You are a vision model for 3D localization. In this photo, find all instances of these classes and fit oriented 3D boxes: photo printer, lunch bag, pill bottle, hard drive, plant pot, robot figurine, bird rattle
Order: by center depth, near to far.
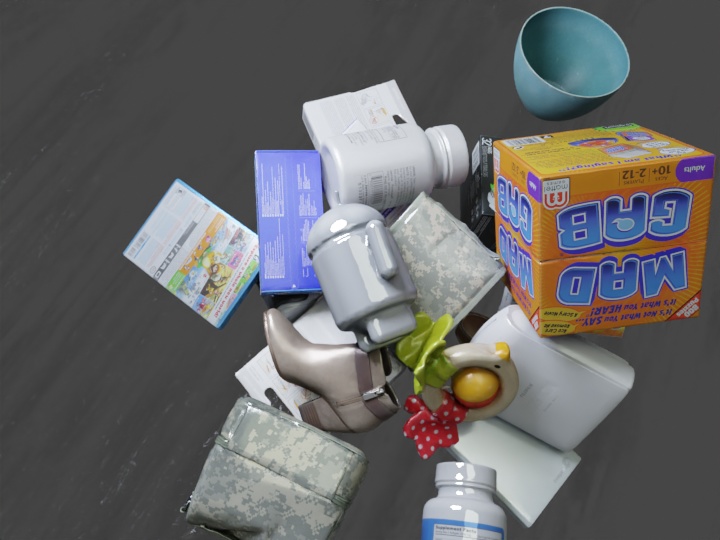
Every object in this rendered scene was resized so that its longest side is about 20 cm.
[{"bbox_3d":[-0.106,0.275,0.809,0.198,0.140,0.169,24,71,6],"label":"lunch bag"},{"bbox_3d":[0.132,0.357,0.822,0.111,0.112,0.202,10,64,-4],"label":"pill bottle"},{"bbox_3d":[0.000,0.000,0.823,0.112,0.170,0.202,-16,76,-30],"label":"robot figurine"},{"bbox_3d":[0.126,0.159,0.836,0.161,0.202,0.113,-8,27,9],"label":"bird rattle"},{"bbox_3d":[0.241,0.145,0.879,0.199,0.167,0.070,29,39,3],"label":"photo printer"},{"bbox_3d":[0.090,0.009,0.916,0.164,0.118,0.200,44,110,5],"label":"lunch bag"},{"bbox_3d":[0.049,-0.151,0.926,0.198,0.115,0.115,-13,68,-15],"label":"pill bottle"},{"bbox_3d":[0.204,0.248,0.929,0.200,0.026,0.132,44,67,12],"label":"hard drive"},{"bbox_3d":[0.362,-0.352,1.163,0.198,0.135,0.202,3,66,-7],"label":"plant pot"}]

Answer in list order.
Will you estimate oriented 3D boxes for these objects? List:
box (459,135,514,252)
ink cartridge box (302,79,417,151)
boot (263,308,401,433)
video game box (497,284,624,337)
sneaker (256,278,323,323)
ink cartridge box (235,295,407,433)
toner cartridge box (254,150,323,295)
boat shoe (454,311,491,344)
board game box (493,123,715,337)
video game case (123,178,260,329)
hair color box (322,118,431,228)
[{"bbox_3d":[0.275,-0.116,1.050,0.198,0.125,0.150,6,66,-6],"label":"box"},{"bbox_3d":[0.015,-0.218,1.101,0.175,0.045,0.202,-18,70,-15],"label":"ink cartridge box"},{"bbox_3d":[-0.034,0.125,0.863,0.145,0.070,0.202,-21,95,21],"label":"boot"},{"bbox_3d":[0.329,0.005,0.982,0.198,0.184,0.047,6,25,-6],"label":"video game box"},{"bbox_3d":[-0.079,-0.015,0.978,0.200,0.076,0.114,-39,79,-19],"label":"sneaker"},{"bbox_3d":[-0.056,0.147,0.937,0.200,0.050,0.161,-41,76,-3],"label":"ink cartridge box"},{"bbox_3d":[-0.101,-0.068,0.914,0.094,0.043,0.202,-2,82,-11],"label":"toner cartridge box"},{"bbox_3d":[0.240,0.122,0.962,0.199,0.074,0.076,32,62,6],"label":"boat shoe"},{"bbox_3d":[0.294,-0.060,0.820,0.198,0.202,0.200,-7,22,-1],"label":"board game box"},{"bbox_3d":[-0.241,-0.027,0.954,0.199,0.018,0.144,34,86,16],"label":"video game case"},{"bbox_3d":[0.020,-0.124,1.009,0.109,0.065,0.200,-45,97,-13],"label":"hair color box"}]
